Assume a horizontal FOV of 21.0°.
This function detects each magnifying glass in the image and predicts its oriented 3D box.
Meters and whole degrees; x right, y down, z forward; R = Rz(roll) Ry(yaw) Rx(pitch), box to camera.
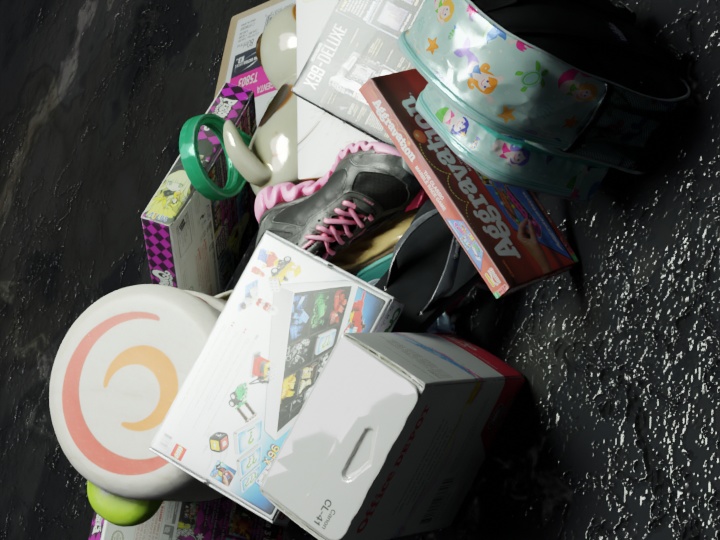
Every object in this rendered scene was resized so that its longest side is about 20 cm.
[{"bbox_3d":[-0.109,-0.110,1.811,0.022,0.200,0.080,-16,90,25],"label":"magnifying glass"}]

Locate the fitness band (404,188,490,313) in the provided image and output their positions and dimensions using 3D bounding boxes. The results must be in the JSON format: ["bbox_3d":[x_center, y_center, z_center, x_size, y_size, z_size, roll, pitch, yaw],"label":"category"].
[{"bbox_3d":[0.090,-0.053,1.684,0.200,0.037,0.144,-67,27,5],"label":"fitness band"}]

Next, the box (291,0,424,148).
[{"bbox_3d":[0.056,-0.199,1.634,0.158,0.050,0.200,29,94,21],"label":"box"}]

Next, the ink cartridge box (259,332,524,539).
[{"bbox_3d":[0.029,0.127,1.506,0.086,0.200,0.148,33,102,25],"label":"ink cartridge box"}]

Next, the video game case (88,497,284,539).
[{"bbox_3d":[-0.157,0.240,1.771,0.036,0.181,0.200,-20,57,58],"label":"video game case"}]

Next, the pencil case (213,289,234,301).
[{"bbox_3d":[-0.119,0.073,1.827,0.078,0.089,0.200,-35,-6,-13],"label":"pencil case"}]

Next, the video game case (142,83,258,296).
[{"bbox_3d":[-0.150,-0.052,1.898,0.200,0.036,0.181,89,-155,-54],"label":"video game case"}]

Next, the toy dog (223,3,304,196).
[{"bbox_3d":[-0.046,-0.152,1.818,0.140,0.194,0.200,137,135,-58],"label":"toy dog"}]

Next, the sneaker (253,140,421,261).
[{"bbox_3d":[-0.023,-0.041,1.653,0.200,0.079,0.095,-26,37,45],"label":"sneaker"}]

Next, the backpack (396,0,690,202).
[{"bbox_3d":[0.127,-0.152,1.489,0.151,0.200,0.178,-55,46,20],"label":"backpack"}]

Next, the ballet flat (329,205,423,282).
[{"bbox_3d":[0.000,0.000,1.700,0.200,0.069,0.063,-24,41,35],"label":"ballet flat"}]

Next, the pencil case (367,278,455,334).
[{"bbox_3d":[0.002,0.099,1.661,0.200,0.091,0.083,-58,34,33],"label":"pencil case"}]

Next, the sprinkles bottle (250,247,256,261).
[{"bbox_3d":[-0.048,0.040,1.821,0.068,0.068,0.200,-58,32,21],"label":"sprinkles bottle"}]

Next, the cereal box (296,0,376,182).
[{"bbox_3d":[0.014,-0.179,1.698,0.144,0.040,0.200,-5,80,22],"label":"cereal box"}]

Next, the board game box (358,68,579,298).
[{"bbox_3d":[0.087,-0.075,1.534,0.019,0.103,0.200,-43,75,39],"label":"board game box"}]

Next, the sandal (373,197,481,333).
[{"bbox_3d":[0.051,0.001,1.570,0.076,0.043,0.200,25,66,23],"label":"sandal"}]

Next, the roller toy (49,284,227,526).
[{"bbox_3d":[-0.157,0.106,1.664,0.200,0.140,0.183,-31,72,17],"label":"roller toy"}]

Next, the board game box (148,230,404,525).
[{"bbox_3d":[-0.067,0.084,1.537,0.126,0.035,0.200,28,88,22],"label":"board game box"}]

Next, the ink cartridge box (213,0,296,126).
[{"bbox_3d":[-0.073,-0.196,1.993,0.200,0.075,0.165,-12,62,55],"label":"ink cartridge box"}]
